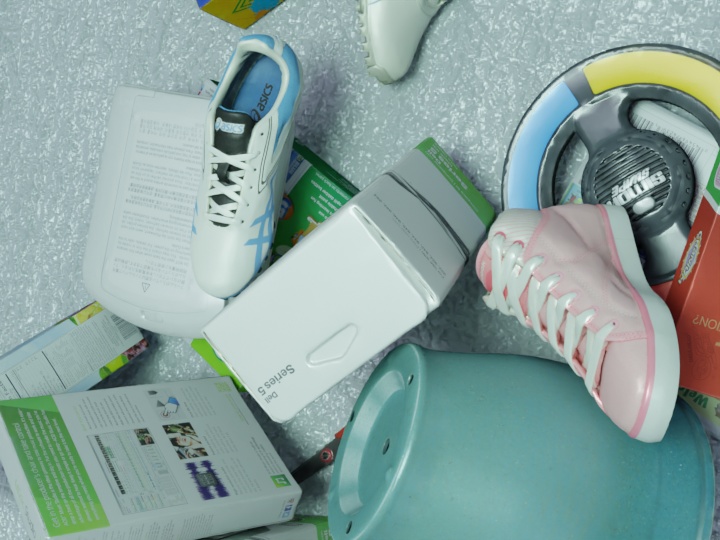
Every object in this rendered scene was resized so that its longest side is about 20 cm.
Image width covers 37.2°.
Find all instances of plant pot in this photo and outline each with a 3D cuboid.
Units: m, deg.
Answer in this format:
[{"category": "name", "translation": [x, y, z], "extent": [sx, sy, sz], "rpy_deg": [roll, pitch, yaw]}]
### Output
[{"category": "plant pot", "translation": [0.087, 0.141, 0.686], "extent": [0.187, 0.200, 0.201], "rpy_deg": [22, 99, -15]}]

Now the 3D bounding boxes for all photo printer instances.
[{"category": "photo printer", "translation": [-0.147, -0.046, 0.896], "extent": [0.166, 0.069, 0.201], "rpy_deg": [12, 93, 27]}]

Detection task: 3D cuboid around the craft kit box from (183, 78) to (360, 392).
[{"category": "craft kit box", "translation": [-0.111, -0.032, 0.939], "extent": [0.200, 0.048, 0.198], "rpy_deg": [40, 108, 25]}]

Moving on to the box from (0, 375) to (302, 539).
[{"category": "box", "translation": [-0.163, 0.145, 0.809], "extent": [0.144, 0.199, 0.036], "rpy_deg": [49, 130, 43]}]

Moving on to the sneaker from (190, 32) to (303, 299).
[{"category": "sneaker", "translation": [-0.093, -0.079, 0.796], "extent": [0.072, 0.072, 0.201], "rpy_deg": [12, 90, 22]}]

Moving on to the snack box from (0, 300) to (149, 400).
[{"category": "snack box", "translation": [-0.307, 0.111, 0.925], "extent": [0.168, 0.200, 0.068], "rpy_deg": [-29, 98, 36]}]

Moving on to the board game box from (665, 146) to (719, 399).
[{"category": "board game box", "translation": [0.287, -0.006, 0.680], "extent": [0.152, 0.040, 0.201], "rpy_deg": [17, 98, -1]}]

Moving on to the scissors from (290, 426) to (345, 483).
[{"category": "scissors", "translation": [-0.020, 0.143, 0.895], "extent": [0.199, 0.014, 0.073], "rpy_deg": [-23, 79, 26]}]

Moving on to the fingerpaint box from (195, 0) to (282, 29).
[{"category": "fingerpaint box", "translation": [-0.095, -0.345, 0.933], "extent": [0.166, 0.073, 0.201], "rpy_deg": [-29, 73, 24]}]

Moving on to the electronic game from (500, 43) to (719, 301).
[{"category": "electronic game", "translation": [0.194, -0.059, 0.750], "extent": [0.199, 0.042, 0.201], "rpy_deg": [-2, 86, 27]}]

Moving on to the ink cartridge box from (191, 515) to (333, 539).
[{"category": "ink cartridge box", "translation": [-0.121, 0.245, 0.835], "extent": [0.145, 0.200, 0.084], "rpy_deg": [-5, 84, 28]}]

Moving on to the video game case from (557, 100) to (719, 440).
[{"category": "video game case", "translation": [0.228, -0.005, 0.764], "extent": [0.200, 0.022, 0.183], "rpy_deg": [34, 102, 25]}]

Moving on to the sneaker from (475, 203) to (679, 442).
[{"category": "sneaker", "translation": [0.125, 0.026, 0.655], "extent": [0.104, 0.201, 0.076], "rpy_deg": [3, 127, -3]}]

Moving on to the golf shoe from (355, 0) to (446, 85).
[{"category": "golf shoe", "translation": [0.057, -0.243, 0.846], "extent": [0.097, 0.078, 0.201], "rpy_deg": [13, 94, 23]}]

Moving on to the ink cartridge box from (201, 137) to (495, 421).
[{"category": "ink cartridge box", "translation": [0.000, 0.000, 0.746], "extent": [0.145, 0.200, 0.084], "rpy_deg": [-39, 93, 24]}]
